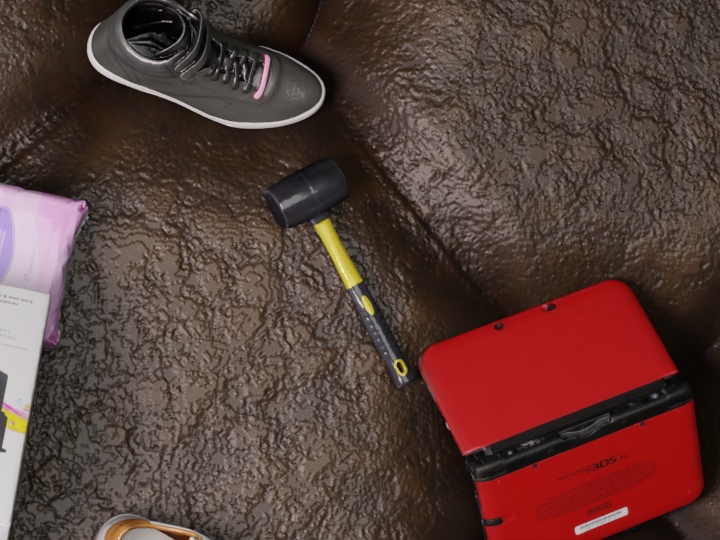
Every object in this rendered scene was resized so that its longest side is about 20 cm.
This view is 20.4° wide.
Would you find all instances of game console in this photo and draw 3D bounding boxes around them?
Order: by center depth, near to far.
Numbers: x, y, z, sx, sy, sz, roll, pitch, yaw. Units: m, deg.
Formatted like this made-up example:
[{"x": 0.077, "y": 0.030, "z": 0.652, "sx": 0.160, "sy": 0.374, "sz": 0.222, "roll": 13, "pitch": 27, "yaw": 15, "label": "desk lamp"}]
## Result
[{"x": 0.169, "y": 0.132, "z": 1.681, "sx": 0.200, "sy": 0.119, "sz": 0.173, "roll": -20, "pitch": 120, "yaw": -12, "label": "game console"}]

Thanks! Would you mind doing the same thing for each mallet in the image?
[{"x": 0.000, "y": 0.000, "z": 1.653, "sx": 0.066, "sy": 0.041, "sz": 0.200, "roll": -36, "pitch": 97, "yaw": -14, "label": "mallet"}]

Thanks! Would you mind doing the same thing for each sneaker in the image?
[{"x": -0.114, "y": 0.252, "z": 1.581, "sx": 0.200, "sy": 0.085, "sz": 0.073, "roll": 22, "pitch": 79, "yaw": -10, "label": "sneaker"}, {"x": -0.119, "y": -0.166, "z": 1.610, "sx": 0.199, "sy": 0.099, "sz": 0.071, "roll": 15, "pitch": 80, "yaw": -11, "label": "sneaker"}]

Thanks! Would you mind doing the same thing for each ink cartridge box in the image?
[{"x": -0.291, "y": 0.130, "z": 1.485, "sx": 0.083, "sy": 0.146, "sz": 0.200, "roll": 10, "pitch": 54, "yaw": -10, "label": "ink cartridge box"}]

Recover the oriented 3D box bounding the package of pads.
[{"x": -0.322, "y": -0.017, "z": 1.568, "sx": 0.199, "sy": 0.076, "sz": 0.121, "roll": 13, "pitch": 80, "yaw": -10, "label": "package of pads"}]
